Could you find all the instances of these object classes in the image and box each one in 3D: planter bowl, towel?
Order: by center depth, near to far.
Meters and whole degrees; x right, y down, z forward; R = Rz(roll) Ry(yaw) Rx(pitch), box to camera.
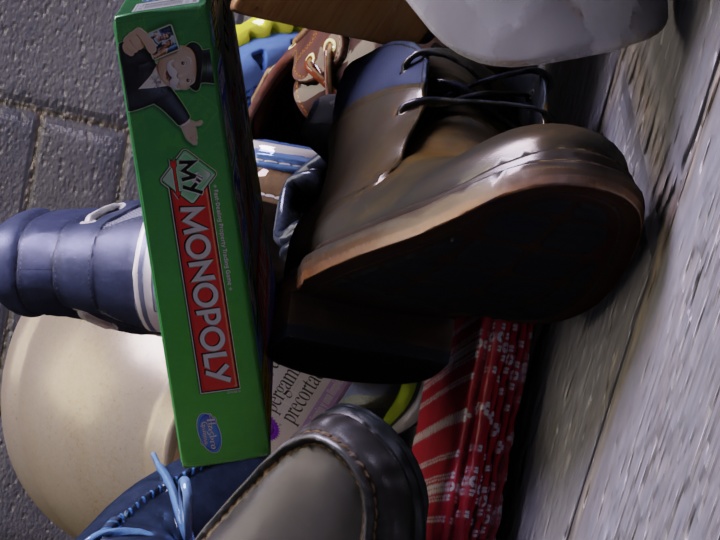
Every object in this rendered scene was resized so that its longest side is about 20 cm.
[{"bbox_3d":[0.031,0.067,0.691,0.145,0.022,0.201,126,156,-79],"label":"towel"},{"bbox_3d":[-0.075,0.077,1.118,0.135,0.200,0.201,26,106,60],"label":"planter bowl"}]

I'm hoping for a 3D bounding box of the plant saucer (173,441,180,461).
[{"bbox_3d":[-0.048,0.134,0.985,0.200,0.029,0.201,-5,-90,-74],"label":"plant saucer"}]

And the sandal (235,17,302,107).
[{"bbox_3d":[-0.020,-0.070,1.023,0.079,0.200,0.087,-31,72,31],"label":"sandal"}]

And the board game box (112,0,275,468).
[{"bbox_3d":[-0.051,-0.031,0.700,0.200,0.029,0.135,-99,1,-76],"label":"board game box"}]

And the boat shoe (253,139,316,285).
[{"bbox_3d":[-0.015,0.007,0.949,0.200,0.072,0.073,56,-131,-63],"label":"boat shoe"}]

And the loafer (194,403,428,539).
[{"bbox_3d":[-0.043,0.127,0.629,0.072,0.073,0.200,-8,-50,-50],"label":"loafer"}]

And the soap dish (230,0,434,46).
[{"bbox_3d":[0.026,-0.167,0.686,0.200,0.081,0.157,-58,8,9],"label":"soap dish"}]

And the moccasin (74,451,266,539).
[{"bbox_3d":[-0.075,0.125,0.724,0.068,0.080,0.200,-37,8,45],"label":"moccasin"}]

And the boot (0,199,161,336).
[{"bbox_3d":[-0.094,-0.007,0.961,0.200,0.090,0.073,9,-95,-77],"label":"boot"}]

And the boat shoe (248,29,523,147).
[{"bbox_3d":[0.005,-0.078,0.874,0.071,0.070,0.200,64,160,3],"label":"boat shoe"}]

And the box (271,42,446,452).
[{"bbox_3d":[0.000,0.000,0.778,0.041,0.039,0.200,-59,1,-41],"label":"box"}]

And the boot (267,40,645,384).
[{"bbox_3d":[0.022,-0.033,0.593,0.200,0.074,0.097,148,131,-65],"label":"boot"}]

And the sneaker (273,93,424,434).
[{"bbox_3d":[0.004,-0.007,0.856,0.200,0.081,0.074,104,176,-47],"label":"sneaker"}]

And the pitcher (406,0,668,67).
[{"bbox_3d":[0.028,-0.177,0.518,0.171,0.121,0.201,40,135,34],"label":"pitcher"}]
